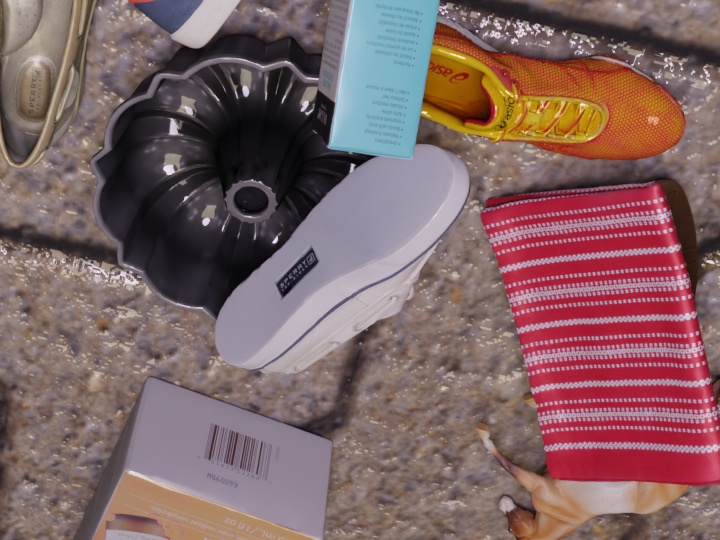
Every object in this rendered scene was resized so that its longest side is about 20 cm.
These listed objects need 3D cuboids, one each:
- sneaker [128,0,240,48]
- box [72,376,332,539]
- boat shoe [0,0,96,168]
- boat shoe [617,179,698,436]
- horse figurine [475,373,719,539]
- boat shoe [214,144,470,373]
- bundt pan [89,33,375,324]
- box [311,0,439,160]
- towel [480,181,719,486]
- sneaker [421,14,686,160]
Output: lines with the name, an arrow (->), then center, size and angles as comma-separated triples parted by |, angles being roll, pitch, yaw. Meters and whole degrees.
sneaker -> -0.076, -0.216, 0.855 | 0.084, 0.075, 0.200 | 31, 121, -19
box -> -0.129, 0.204, 1.144 | 0.152, 0.106, 0.200 | 20, 124, -11
boat shoe -> -0.196, -0.158, 0.912 | 0.073, 0.063, 0.201 | 11, 126, -4
boat shoe -> 0.177, 0.035, 1.018 | 0.072, 0.072, 0.200 | 13, 114, 36
horse figurine -> 0.179, 0.140, 1.113 | 0.200, 0.050, 0.133 | -18, 115, 20
boat shoe -> 0.000, 0.000, 0.928 | 0.200, 0.071, 0.070 | -42, 141, 24
bundt pan -> -0.065, -0.063, 0.964 | 0.202, 0.076, 0.202 | 2, 125, 3
box -> 0.016, -0.166, 0.832 | 0.049, 0.082, 0.200 | 7, 101, -10
towel -> 0.156, 0.045, 0.979 | 0.145, 0.022, 0.200 | -4, 107, 45
sneaker -> 0.102, -0.098, 0.929 | 0.200, 0.077, 0.073 | 11, 124, -6
